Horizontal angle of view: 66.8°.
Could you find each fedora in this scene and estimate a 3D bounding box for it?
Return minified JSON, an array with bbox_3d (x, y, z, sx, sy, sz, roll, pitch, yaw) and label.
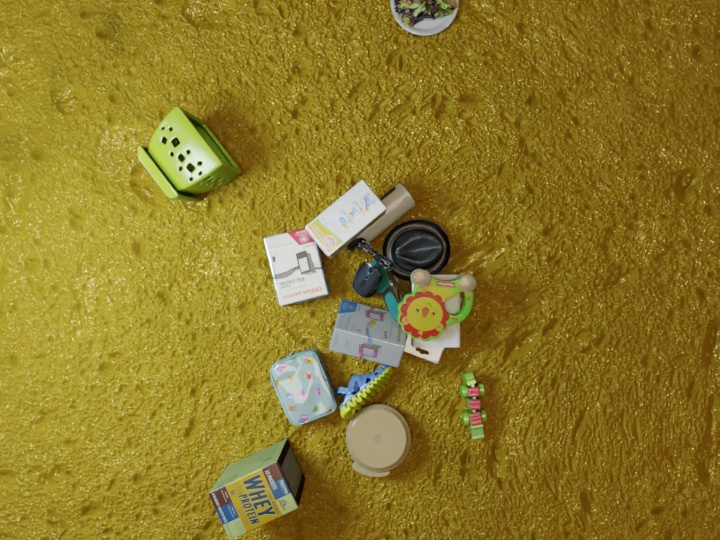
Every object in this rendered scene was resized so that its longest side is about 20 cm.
[{"bbox_3d":[0.162,-0.059,1.551,0.200,0.092,0.201,0,89,0],"label":"fedora"}]

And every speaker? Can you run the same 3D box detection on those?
[{"bbox_3d":[0.058,-0.156,1.560,0.200,0.081,0.081,-39,90,0],"label":"speaker"}]

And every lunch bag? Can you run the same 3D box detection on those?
[{"bbox_3d":[-0.166,0.329,1.556,0.160,0.077,0.200,-22,90,1],"label":"lunch bag"}]

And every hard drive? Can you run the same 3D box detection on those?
[{"bbox_3d":[0.209,0.112,1.515,0.132,0.026,0.200,0,87,-2],"label":"hard drive"}]

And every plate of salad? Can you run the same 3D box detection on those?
[{"bbox_3d":[0.187,-0.784,1.582,0.200,0.048,0.201,0,90,0],"label":"plate of salad"}]

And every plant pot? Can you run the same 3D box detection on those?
[{"bbox_3d":[-0.476,-0.302,1.505,0.181,0.199,0.200,-37,90,5],"label":"plant pot"}]

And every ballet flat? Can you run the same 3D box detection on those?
[{"bbox_3d":[0.092,0.057,1.554,0.068,0.072,0.200,-46,59,32],"label":"ballet flat"}]

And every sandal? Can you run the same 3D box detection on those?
[{"bbox_3d":[0.004,0.328,1.560,0.200,0.080,0.087,-38,58,-10],"label":"sandal"}]

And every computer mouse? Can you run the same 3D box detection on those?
[{"bbox_3d":[0.000,0.000,1.511,0.140,0.200,0.046,42,52,5],"label":"computer mouse"}]

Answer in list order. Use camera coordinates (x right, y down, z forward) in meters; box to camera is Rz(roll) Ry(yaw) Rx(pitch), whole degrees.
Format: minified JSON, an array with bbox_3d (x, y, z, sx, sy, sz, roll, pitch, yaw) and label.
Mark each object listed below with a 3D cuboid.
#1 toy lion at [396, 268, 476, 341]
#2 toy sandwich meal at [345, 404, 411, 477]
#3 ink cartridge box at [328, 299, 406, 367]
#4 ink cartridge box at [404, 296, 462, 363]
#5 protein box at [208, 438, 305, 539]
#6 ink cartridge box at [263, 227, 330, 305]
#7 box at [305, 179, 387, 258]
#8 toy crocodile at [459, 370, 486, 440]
[{"bbox_3d":[0.201,0.097,1.473,0.200,0.069,0.192,6,93,-5],"label":"toy lion"},{"bbox_3d":[0.052,0.485,1.564,0.205,0.070,0.206,-1,80,6],"label":"toy sandwich meal"},{"bbox_3d":[0.027,0.173,1.516,0.200,0.145,0.085,15,122,-1],"label":"ink cartridge box"},{"bbox_3d":[0.201,0.151,1.563,0.116,0.067,0.200,21,89,-1],"label":"ink cartridge box"},{"bbox_3d":[-0.273,0.589,1.491,0.198,0.200,0.135,-25,89,-1],"label":"protein box"},{"bbox_3d":[-0.178,-0.009,1.555,0.145,0.083,0.200,-14,88,-1],"label":"ink cartridge box"},{"bbox_3d":[-0.039,-0.134,1.465,0.200,0.112,0.101,-40,89,-2],"label":"box"},{"bbox_3d":[0.325,0.387,1.565,0.067,0.062,0.200,-5,90,0],"label":"toy crocodile"}]
